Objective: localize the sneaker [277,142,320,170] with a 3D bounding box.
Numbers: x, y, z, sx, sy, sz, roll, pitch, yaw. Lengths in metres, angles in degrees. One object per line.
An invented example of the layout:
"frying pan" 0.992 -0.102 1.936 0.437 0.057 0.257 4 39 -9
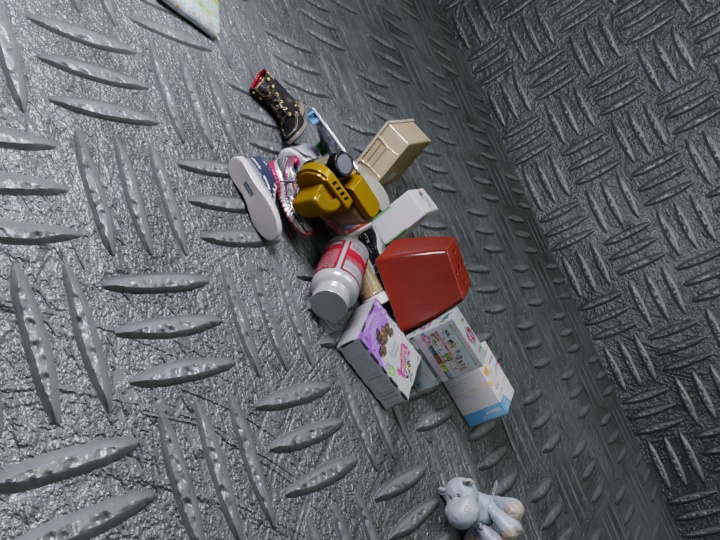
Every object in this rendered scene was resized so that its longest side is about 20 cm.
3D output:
"sneaker" -0.106 -0.252 1.587 0.199 0.075 0.115 33 28 -9

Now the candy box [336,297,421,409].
"candy box" 0.049 0.195 1.505 0.201 0.071 0.168 52 31 -16

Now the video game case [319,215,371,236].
"video game case" -0.076 -0.161 1.586 0.200 0.017 0.143 42 28 9

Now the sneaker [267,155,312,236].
"sneaker" -0.151 -0.174 1.465 0.081 0.074 0.202 67 3 -80

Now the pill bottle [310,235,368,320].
"pill bottle" -0.050 0.017 1.455 0.112 0.112 0.201 49 32 -22

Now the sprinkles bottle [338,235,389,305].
"sprinkles bottle" 0.000 0.000 1.594 0.201 0.068 0.068 63 29 2

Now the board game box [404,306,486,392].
"board game box" 0.193 0.201 1.597 0.148 0.199 0.064 56 31 -11

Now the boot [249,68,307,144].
"boot" -0.206 -0.414 1.595 0.150 0.073 0.201 43 27 -31

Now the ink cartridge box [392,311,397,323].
"ink cartridge box" 0.155 0.128 1.778 0.199 0.050 0.163 20 48 -27

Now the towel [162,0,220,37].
"towel" -0.413 -0.679 1.524 0.171 0.048 0.202 23 48 -47

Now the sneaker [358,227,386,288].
"sneaker" 0.048 -0.018 1.683 0.079 0.074 0.202 36 38 -46

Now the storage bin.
"storage bin" 0.090 -0.343 1.897 0.094 0.199 0.200 46 28 7

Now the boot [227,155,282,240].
"boot" -0.208 -0.165 1.395 0.090 0.072 0.201 -21 83 -55

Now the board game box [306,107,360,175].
"board game box" -0.060 -0.276 1.563 0.201 0.026 0.200 55 -5 13

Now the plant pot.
"plant pot" 0.174 0.015 1.631 0.201 0.175 0.200 70 22 -11

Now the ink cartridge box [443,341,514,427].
"ink cartridge box" 0.323 0.308 1.792 0.201 0.125 0.129 59 30 -7

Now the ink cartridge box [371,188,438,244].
"ink cartridge box" 0.128 -0.157 1.812 0.084 0.144 0.200 53 19 3

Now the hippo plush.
"hippo plush" 0.281 0.549 1.491 0.161 0.159 0.201 46 34 -27

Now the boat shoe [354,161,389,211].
"boat shoe" 0.005 -0.232 1.802 0.200 0.060 0.074 38 51 -34

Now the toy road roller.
"toy road roller" -0.066 -0.158 1.427 0.200 0.122 0.147 52 54 -29
